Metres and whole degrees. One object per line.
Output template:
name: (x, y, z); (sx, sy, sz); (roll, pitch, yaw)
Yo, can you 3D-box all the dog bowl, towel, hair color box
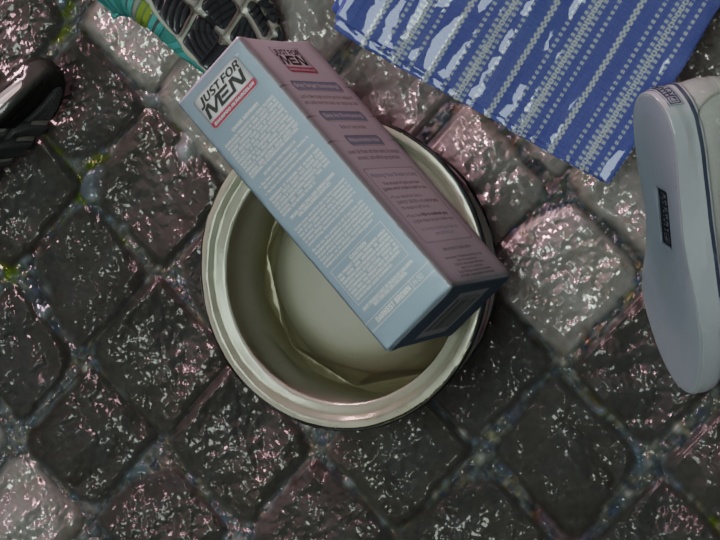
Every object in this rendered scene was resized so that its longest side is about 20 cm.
dog bowl: (0.000, 0.000, 1.400); (0.199, 0.074, 0.201); (1, 93, 24)
towel: (0.098, -0.159, 1.286); (0.200, 0.024, 0.145); (30, 103, -1)
hair color box: (-0.009, -0.049, 1.307); (0.061, 0.099, 0.200); (-45, 76, 20)

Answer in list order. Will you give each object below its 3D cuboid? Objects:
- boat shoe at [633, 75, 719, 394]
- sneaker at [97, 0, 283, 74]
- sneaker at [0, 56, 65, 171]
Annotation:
boat shoe: (0.217, -0.025, 1.302); (0.086, 0.075, 0.203); (-17, 115, -17)
sneaker: (-0.133, -0.190, 1.437); (0.200, 0.080, 0.078); (42, 66, -9)
sneaker: (-0.302, -0.106, 1.527); (0.200, 0.075, 0.116); (-44, 74, 21)
